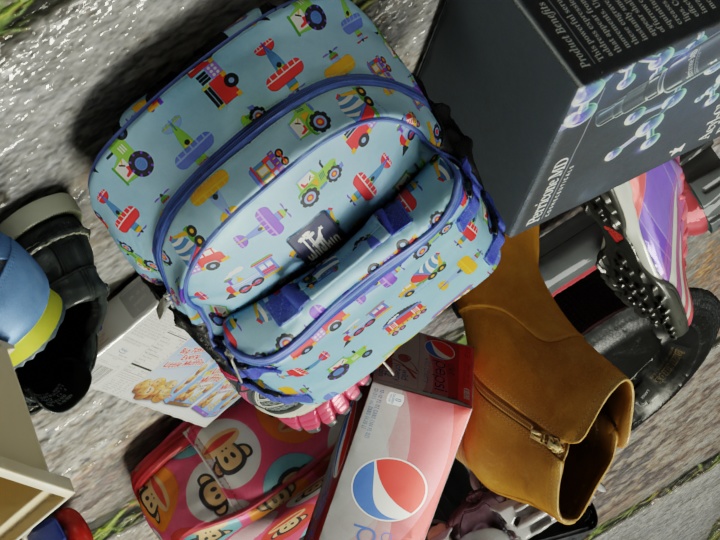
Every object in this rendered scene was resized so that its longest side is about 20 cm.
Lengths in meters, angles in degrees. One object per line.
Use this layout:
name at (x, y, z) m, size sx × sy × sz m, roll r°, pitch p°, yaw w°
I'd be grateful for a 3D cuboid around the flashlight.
flashlight at (0.153, -0.015, 1.950) m, size 0.199 × 0.068 × 0.068 m, roll -33°, pitch -166°, yaw -2°

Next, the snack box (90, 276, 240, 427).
snack box at (-0.105, 0.048, 1.721) m, size 0.072 × 0.024 × 0.200 m, roll -41°, pitch 160°, yaw 8°

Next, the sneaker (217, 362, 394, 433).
sneaker at (0.000, 0.000, 1.697) m, size 0.075 × 0.081 × 0.200 m, roll 32°, pitch 97°, yaw -37°

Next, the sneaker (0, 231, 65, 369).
sneaker at (-0.241, 0.040, 1.452) m, size 0.199 × 0.066 × 0.078 m, roll -31°, pitch 124°, yaw 18°

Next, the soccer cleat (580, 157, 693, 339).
soccer cleat at (0.180, -0.035, 1.868) m, size 0.073 × 0.068 × 0.200 m, roll -45°, pitch 136°, yaw -16°

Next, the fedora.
fedora at (0.153, 0.048, 2.045) m, size 0.200 × 0.092 × 0.201 m, roll -30°, pitch 156°, yaw -14°

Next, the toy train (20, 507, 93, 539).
toy train at (-0.182, 0.208, 1.820) m, size 0.084 × 0.116 × 0.200 m, roll -29°, pitch 159°, yaw -19°

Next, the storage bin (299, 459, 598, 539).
storage bin at (0.055, 0.163, 2.076) m, size 0.199 × 0.136 × 0.094 m, roll -8°, pitch 146°, yaw -53°

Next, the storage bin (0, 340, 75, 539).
storage bin at (-0.276, 0.096, 1.354) m, size 0.198 × 0.094 × 0.200 m, roll -40°, pitch 142°, yaw 22°

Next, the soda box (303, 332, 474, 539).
soda box at (0.011, 0.135, 1.788) m, size 0.070 × 0.063 × 0.201 m, roll -85°, pitch -169°, yaw -58°

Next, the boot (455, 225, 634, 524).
boot at (0.111, 0.037, 1.774) m, size 0.070 × 0.144 × 0.203 m, roll 3°, pitch 104°, yaw -42°

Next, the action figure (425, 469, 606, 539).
action figure at (0.093, 0.132, 1.870) m, size 0.129 × 0.070 × 0.201 m, roll -18°, pitch -149°, yaw 23°

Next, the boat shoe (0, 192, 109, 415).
boat shoe at (-0.165, 0.041, 1.545) m, size 0.074 × 0.066 × 0.200 m, roll -23°, pitch 156°, yaw -33°

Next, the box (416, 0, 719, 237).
box at (0.146, -0.131, 1.610) m, size 0.199 × 0.107 × 0.149 m, roll -25°, pitch 158°, yaw -25°

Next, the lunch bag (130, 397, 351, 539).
lunch bag at (-0.043, 0.120, 1.902) m, size 0.199 × 0.082 × 0.176 m, roll -33°, pitch 161°, yaw -8°

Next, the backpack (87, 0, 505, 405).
backpack at (-0.034, -0.039, 1.489) m, size 0.182 × 0.135 × 0.200 m, roll -37°, pitch 157°, yaw 0°
